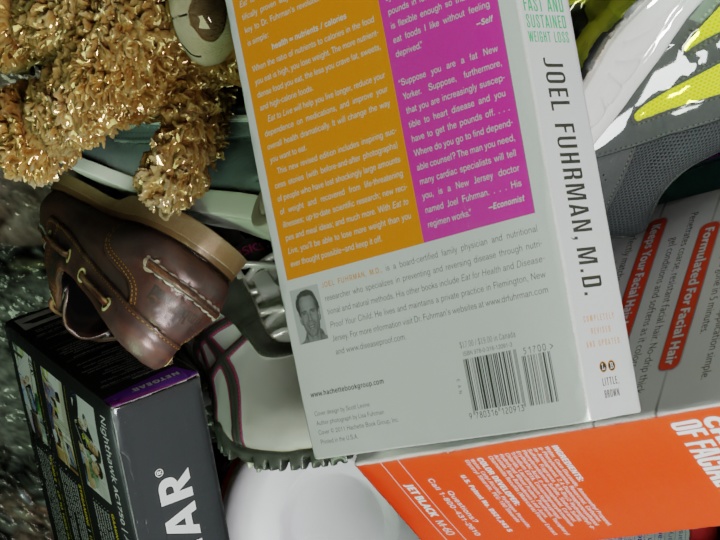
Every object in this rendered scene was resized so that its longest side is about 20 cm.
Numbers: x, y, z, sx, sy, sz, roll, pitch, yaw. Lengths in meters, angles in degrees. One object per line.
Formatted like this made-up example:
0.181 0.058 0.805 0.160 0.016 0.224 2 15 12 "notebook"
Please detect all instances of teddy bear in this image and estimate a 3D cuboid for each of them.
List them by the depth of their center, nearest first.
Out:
-0.101 -0.099 0.732 0.199 0.147 0.067 11 180 36 "teddy bear"

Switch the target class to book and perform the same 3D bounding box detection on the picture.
0.019 -0.043 0.572 0.133 0.048 0.202 -14 83 49 "book"

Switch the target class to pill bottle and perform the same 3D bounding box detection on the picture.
-0.047 0.141 0.920 0.112 0.113 0.200 39 158 -11 "pill bottle"

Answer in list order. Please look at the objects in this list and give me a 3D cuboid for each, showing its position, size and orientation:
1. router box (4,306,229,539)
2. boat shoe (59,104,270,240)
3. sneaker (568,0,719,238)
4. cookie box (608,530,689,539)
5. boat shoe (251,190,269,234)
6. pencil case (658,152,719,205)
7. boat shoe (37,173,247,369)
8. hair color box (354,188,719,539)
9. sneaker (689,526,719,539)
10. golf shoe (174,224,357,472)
-0.115 0.129 0.858 0.149 0.051 0.202 26 129 56 "router box"
-0.075 -0.056 0.794 0.072 0.062 0.199 22 176 -43 "boat shoe"
0.120 -0.095 0.597 0.200 0.075 0.084 -45 131 14 "sneaker"
0.208 0.136 0.777 0.199 0.076 0.171 -13 145 40 "cookie box"
0.043 -0.066 0.671 0.200 0.072 0.059 -39 118 18 "boat shoe"
0.159 -0.036 0.660 0.092 0.086 0.199 34 142 -31 "pencil case"
-0.122 0.000 0.814 0.070 0.071 0.200 34 173 -22 "boat shoe"
0.104 0.035 0.613 0.199 0.111 0.064 -16 126 41 "hair color box"
0.168 0.062 0.661 0.077 0.201 0.085 -13 138 39 "sneaker"
-0.046 0.033 0.804 0.200 0.077 0.089 29 129 57 "golf shoe"
